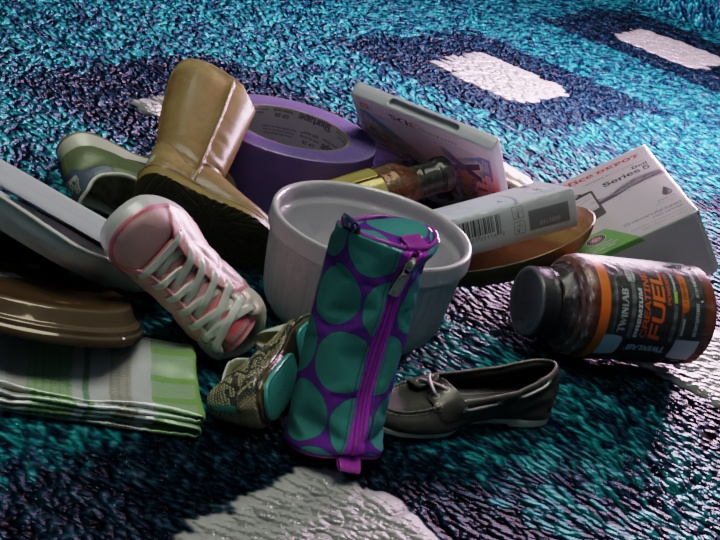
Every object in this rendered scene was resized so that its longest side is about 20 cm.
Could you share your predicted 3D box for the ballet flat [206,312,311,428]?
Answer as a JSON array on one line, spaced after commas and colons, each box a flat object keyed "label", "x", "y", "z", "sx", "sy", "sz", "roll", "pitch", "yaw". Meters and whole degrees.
[{"label": "ballet flat", "x": -0.073, "y": 0.080, "z": 1.349, "sx": 0.075, "sy": 0.068, "sz": 0.200, "roll": 0, "pitch": 17, "yaw": 24}]

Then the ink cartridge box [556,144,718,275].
[{"label": "ink cartridge box", "x": 0.294, "y": -0.045, "z": 1.755, "sx": 0.145, "sy": 0.084, "sz": 0.200, "roll": -25, "pitch": 26, "yaw": 4}]

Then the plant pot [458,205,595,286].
[{"label": "plant pot", "x": 0.156, "y": -0.024, "z": 1.679, "sx": 0.200, "sy": 0.028, "sz": 0.200, "roll": -14, "pitch": 16, "yaw": 4}]

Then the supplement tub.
[{"label": "supplement tub", "x": 0.254, "y": 0.039, "z": 1.591, "sx": 0.200, "sy": 0.107, "sz": 0.107, "roll": 4, "pitch": 25, "yaw": -23}]

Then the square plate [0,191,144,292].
[{"label": "square plate", "x": -0.294, "y": -0.040, "z": 1.386, "sx": 0.198, "sy": 0.028, "sz": 0.200, "roll": 30, "pitch": -3, "yaw": 16}]

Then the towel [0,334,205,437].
[{"label": "towel", "x": -0.229, "y": 0.077, "z": 1.286, "sx": 0.200, "sy": 0.031, "sz": 0.149, "roll": 10, "pitch": 24, "yaw": -15}]

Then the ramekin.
[{"label": "ramekin", "x": 0.000, "y": 0.000, "z": 1.517, "sx": 0.200, "sy": 0.105, "sz": 0.200, "roll": 13, "pitch": 23, "yaw": -6}]

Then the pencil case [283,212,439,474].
[{"label": "pencil case", "x": -0.001, "y": 0.055, "z": 1.265, "sx": 0.085, "sy": 0.200, "sz": 0.092, "roll": 7, "pitch": 13, "yaw": -29}]

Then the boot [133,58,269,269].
[{"label": "boot", "x": -0.137, "y": -0.115, "z": 1.617, "sx": 0.175, "sy": 0.066, "sz": 0.200, "roll": 35, "pitch": 38, "yaw": -18}]

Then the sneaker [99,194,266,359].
[{"label": "sneaker", "x": -0.141, "y": 0.011, "z": 1.351, "sx": 0.105, "sy": 0.075, "sz": 0.200, "roll": 41, "pitch": -6, "yaw": 31}]

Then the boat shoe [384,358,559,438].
[{"label": "boat shoe", "x": 0.093, "y": 0.107, "z": 1.389, "sx": 0.200, "sy": 0.057, "sz": 0.067, "roll": -1, "pitch": 28, "yaw": -34}]

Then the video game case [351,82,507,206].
[{"label": "video game case", "x": 0.086, "y": -0.129, "z": 1.815, "sx": 0.182, "sy": 0.022, "sz": 0.200, "roll": 24, "pitch": -19, "yaw": 20}]

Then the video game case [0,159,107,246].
[{"label": "video game case", "x": -0.256, "y": -0.044, "z": 1.450, "sx": 0.200, "sy": 0.023, "sz": 0.182, "roll": 29, "pitch": -5, "yaw": 27}]

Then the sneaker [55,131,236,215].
[{"label": "sneaker", "x": -0.216, "y": -0.076, "z": 1.612, "sx": 0.200, "sy": 0.067, "sz": 0.090, "roll": 15, "pitch": 37, "yaw": -29}]

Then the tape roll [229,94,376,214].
[{"label": "tape roll", "x": -0.088, "y": -0.125, "z": 1.778, "sx": 0.200, "sy": 0.085, "sz": 0.200, "roll": 13, "pitch": 22, "yaw": -5}]

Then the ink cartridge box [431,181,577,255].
[{"label": "ink cartridge box", "x": 0.114, "y": -0.063, "z": 1.690, "sx": 0.160, "sy": 0.047, "sz": 0.200, "roll": -16, "pitch": 17, "yaw": -22}]

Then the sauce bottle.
[{"label": "sauce bottle", "x": 0.012, "y": -0.079, "z": 1.697, "sx": 0.200, "sy": 0.066, "sz": 0.066, "roll": -17, "pitch": 36, "yaw": -26}]

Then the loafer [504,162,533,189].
[{"label": "loafer", "x": 0.133, "y": -0.117, "z": 1.925, "sx": 0.200, "sy": 0.076, "sz": 0.068, "roll": 34, "pitch": 26, "yaw": 18}]

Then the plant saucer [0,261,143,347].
[{"label": "plant saucer", "x": -0.279, "y": 0.024, "z": 1.313, "sx": 0.200, "sy": 0.030, "sz": 0.200, "roll": 13, "pitch": 8, "yaw": -2}]
